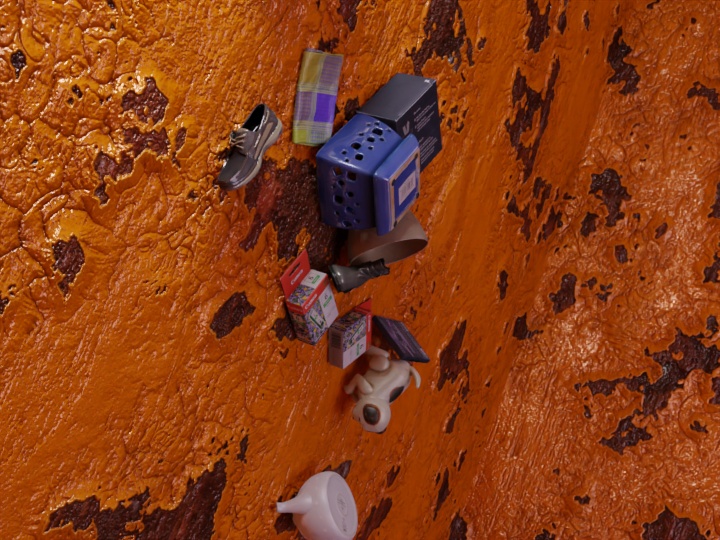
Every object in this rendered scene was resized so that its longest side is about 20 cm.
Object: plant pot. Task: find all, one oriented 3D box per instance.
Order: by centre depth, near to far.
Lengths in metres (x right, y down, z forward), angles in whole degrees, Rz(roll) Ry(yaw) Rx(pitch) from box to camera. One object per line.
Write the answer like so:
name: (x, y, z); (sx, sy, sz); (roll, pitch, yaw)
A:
plant pot: (0.027, -0.208, 1.877); (0.200, 0.178, 0.202); (-50, 148, -38)
plant pot: (0.051, -0.102, 2.017); (0.200, 0.198, 0.136); (8, 63, -61)

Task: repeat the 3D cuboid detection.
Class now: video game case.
video game case: (0.113, 0.191, 2.294); (0.019, 0.143, 0.199); (-42, 158, 14)

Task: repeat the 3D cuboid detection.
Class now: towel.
towel: (-0.091, -0.364, 1.769); (0.143, 0.023, 0.203); (-7, 110, -60)

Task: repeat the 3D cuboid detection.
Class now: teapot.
teapot: (-0.105, 0.620, 2.136); (0.202, 0.145, 0.197); (64, 19, -8)

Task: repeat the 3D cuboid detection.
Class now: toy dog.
toy dog: (0.051, 0.332, 2.217); (0.140, 0.191, 0.202); (78, 32, -60)

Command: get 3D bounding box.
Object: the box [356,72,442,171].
box: (0.098, -0.335, 2.016); (0.197, 0.116, 0.202); (-49, 144, -37)

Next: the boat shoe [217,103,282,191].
boat shoe: (-0.220, -0.236, 1.573); (0.074, 0.074, 0.201); (60, 44, -41)

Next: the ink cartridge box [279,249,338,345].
ink cartridge box: (-0.115, 0.063, 1.902); (0.109, 0.050, 0.202); (-52, 145, -34)

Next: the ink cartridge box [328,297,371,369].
ink cartridge box: (-0.008, 0.158, 2.154); (0.199, 0.050, 0.110); (-33, 131, -50)

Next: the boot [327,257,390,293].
boot: (0.000, 0.000, 1.966); (0.200, 0.129, 0.069); (23, 45, -81)
